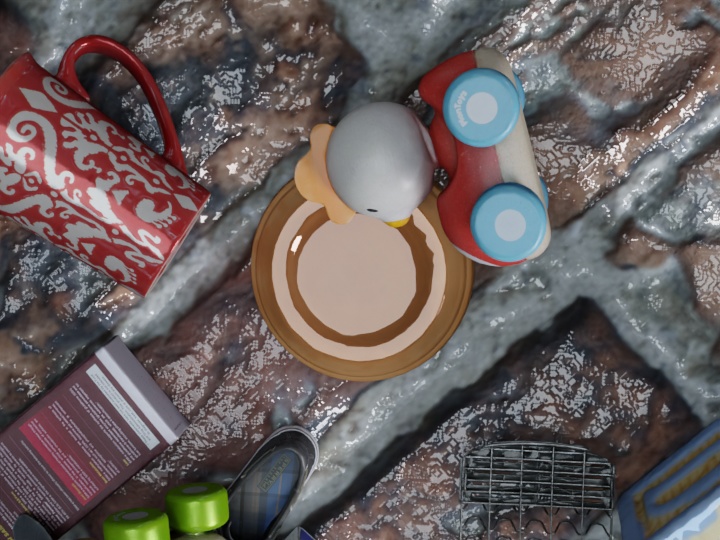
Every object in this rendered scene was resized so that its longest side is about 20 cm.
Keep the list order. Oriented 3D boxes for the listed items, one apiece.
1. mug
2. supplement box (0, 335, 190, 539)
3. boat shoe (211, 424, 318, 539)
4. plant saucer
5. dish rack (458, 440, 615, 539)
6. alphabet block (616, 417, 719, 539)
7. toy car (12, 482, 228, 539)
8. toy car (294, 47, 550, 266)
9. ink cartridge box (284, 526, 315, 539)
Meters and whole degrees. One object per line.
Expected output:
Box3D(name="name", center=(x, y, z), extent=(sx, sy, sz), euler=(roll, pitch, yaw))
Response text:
Box3D(name="mug", center=(-0.227, -0.093, 1.581), extent=(0.199, 0.133, 0.178), euler=(34, 102, -3))
Box3D(name="supplement box", center=(-0.263, 0.164, 1.654), extent=(0.200, 0.061, 0.109), euler=(-39, 93, 9))
Box3D(name="boat shoe", center=(-0.103, 0.228, 1.643), extent=(0.070, 0.066, 0.201), euler=(38, 100, 0))
Box3D(name="plant saucer", center=(0.000, 0.000, 1.615), extent=(0.198, 0.037, 0.202), euler=(1, 99, 5))
Box3D(name="dish rack", center=(0.153, 0.248, 1.628), extent=(0.152, 0.055, 0.202), euler=(2, 97, 4))
Box3D(name="alphabet block", center=(0.347, 0.234, 1.533), extent=(0.195, 0.196, 0.200), euler=(-40, 93, 11))
Box3D(name="toy car", center=(-0.217, 0.273, 1.593), extent=(0.198, 0.157, 0.166), euler=(1, 100, 33))
Box3D(name="toy car", center=(0.047, -0.078, 1.525), extent=(0.198, 0.184, 0.179), euler=(-13, 97, 9))
Box3D(name="ink cartridge box", center=(-0.050, 0.365, 1.658), extent=(0.199, 0.041, 0.200), euler=(41, 101, -9))
